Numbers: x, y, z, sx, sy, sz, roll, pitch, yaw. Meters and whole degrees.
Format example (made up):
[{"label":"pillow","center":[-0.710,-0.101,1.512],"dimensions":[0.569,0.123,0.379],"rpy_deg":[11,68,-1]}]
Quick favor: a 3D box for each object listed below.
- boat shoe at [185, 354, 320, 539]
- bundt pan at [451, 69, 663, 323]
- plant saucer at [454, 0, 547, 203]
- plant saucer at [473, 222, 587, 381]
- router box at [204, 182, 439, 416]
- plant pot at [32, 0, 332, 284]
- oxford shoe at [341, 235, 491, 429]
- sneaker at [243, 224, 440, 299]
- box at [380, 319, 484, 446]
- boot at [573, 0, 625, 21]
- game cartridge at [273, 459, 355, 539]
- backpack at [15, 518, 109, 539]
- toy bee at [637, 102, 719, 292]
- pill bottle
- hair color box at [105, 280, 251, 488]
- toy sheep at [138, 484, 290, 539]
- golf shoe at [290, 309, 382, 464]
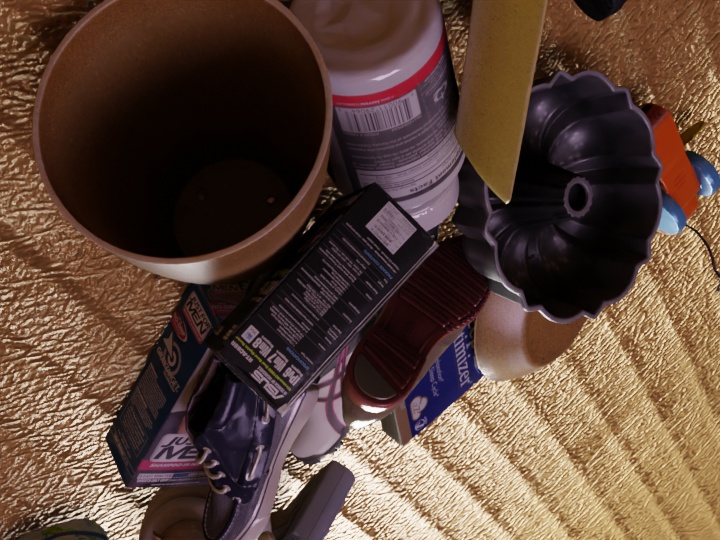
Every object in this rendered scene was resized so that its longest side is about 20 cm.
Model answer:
[{"label":"boat shoe","center":[-0.112,0.150,1.147],"dimensions":[0.092,0.075,0.202],"rpy_deg":[7,115,-36]},{"label":"bundt pan","center":[0.152,-0.061,1.131],"dimensions":[0.200,0.075,0.205],"rpy_deg":[-5,98,-36]},{"label":"plant saucer","center":[0.101,-0.184,0.944],"dimensions":[0.048,0.202,0.201],"rpy_deg":[9,139,5]},{"label":"plant saucer","center":[0.173,0.014,1.257],"dimensions":[0.200,0.035,0.202],"rpy_deg":[-36,138,-39]},{"label":"router box","center":[-0.034,0.019,0.963],"dimensions":[0.150,0.062,0.200],"rpy_deg":[-48,-175,-7]},{"label":"plant pot","center":[-0.102,-0.065,0.930],"dimensions":[0.185,0.188,0.200],"rpy_deg":[-28,163,-5]},{"label":"oxford shoe","center":[0.042,0.048,1.135],"dimensions":[0.200,0.070,0.075],"rpy_deg":[-45,170,-34]},{"label":"sneaker","center":[0.000,0.000,1.141],"dimensions":[0.200,0.075,0.116],"rpy_deg":[-41,151,-5]},{"label":"box","center":[0.091,0.053,1.240],"dimensions":[0.200,0.032,0.122],"rpy_deg":[-40,141,-24]},{"label":"boot","center":[0.227,-0.280,0.981],"dimensions":[0.167,0.077,0.201],"rpy_deg":[-29,153,-13]},{"label":"game cartridge","center":[-0.073,0.275,1.389],"dimensions":[0.041,0.134,0.200],"rpy_deg":[32,137,-5]},{"label":"backpack","center":[-0.276,0.325,1.300],"dimensions":[0.161,0.155,0.200],"rpy_deg":[-11,162,-19]},{"label":"toy bee","center":[0.268,-0.067,1.263],"dimensions":[0.130,0.108,0.202],"rpy_deg":[-27,116,-24]},{"label":"pill bottle","center":[0.018,-0.114,0.997],"dimensions":[0.110,0.111,0.201],"rpy_deg":[-27,145,-6]},{"label":"hair color box","center":[-0.131,0.099,1.187],"dimensions":[0.099,0.061,0.201],"rpy_deg":[2,132,-39]},{"label":"toy sheep","center":[-0.141,0.247,1.300],"dimensions":[0.137,0.139,0.200],"rpy_deg":[-35,175,6]},{"label":"golf shoe","center":[-0.037,0.087,1.243],"dimensions":[0.087,0.077,0.201],"rpy_deg":[6,122,-32]}]
